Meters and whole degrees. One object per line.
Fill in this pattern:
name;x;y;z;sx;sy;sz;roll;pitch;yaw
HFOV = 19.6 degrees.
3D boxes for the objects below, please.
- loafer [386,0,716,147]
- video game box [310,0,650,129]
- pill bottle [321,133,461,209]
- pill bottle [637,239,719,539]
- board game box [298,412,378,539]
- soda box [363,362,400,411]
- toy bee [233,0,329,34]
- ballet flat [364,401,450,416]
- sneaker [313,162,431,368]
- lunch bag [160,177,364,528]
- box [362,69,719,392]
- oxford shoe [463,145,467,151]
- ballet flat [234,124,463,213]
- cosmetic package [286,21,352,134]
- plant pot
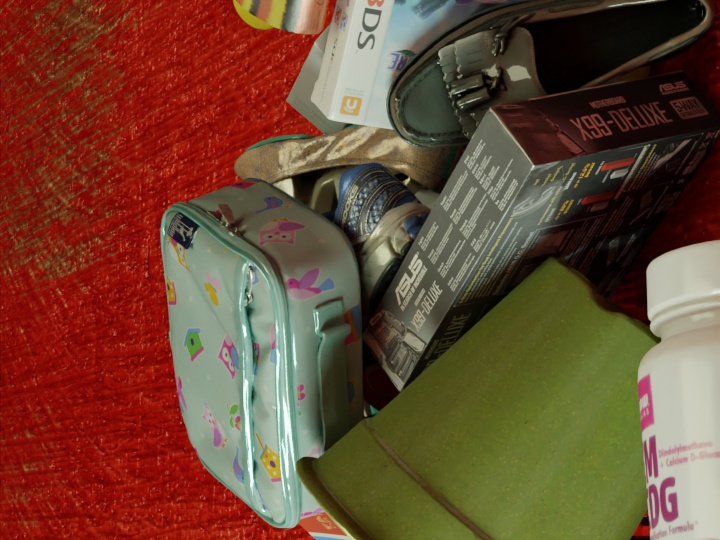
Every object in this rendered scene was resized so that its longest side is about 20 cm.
loafer;0.110;-0.126;1.205;0.063;0.200;0.072;-121;9;-82
video game box;0.087;-0.167;1.252;0.047;0.200;0.183;-121;41;-62
pill bottle;0.043;-0.029;1.425;0.200;0.113;0.113;36;118;57
pill bottle;0.201;0.091;1.066;0.113;0.113;0.201;148;123;-60
board game box;0.029;0.166;1.395;0.040;0.153;0.200;-52;12;-24
soda box;0.021;0.063;1.424;0.200;0.070;0.063;35;88;41
toy bee;-0.058;-0.214;1.296;0.200;0.108;0.131;-75;-4;-72
ballet flat;0.033;0.088;1.492;0.076;0.064;0.200;-28;51;18
sneaker;0.000;0.000;1.317;0.085;0.077;0.200;56;149;20
lunch bag;-0.058;0.049;1.292;0.160;0.077;0.200;37;137;53
box;0.106;-0.022;1.234;0.050;0.157;0.200;55;138;27
oxford shoe;0.100;-0.172;1.386;0.074;0.071;0.200;-111;35;-49
ballet flat;-0.015;-0.059;1.365;0.200;0.068;0.067;-13;66;47
cosmetic package;0.039;-0.186;1.369;0.200;0.052;0.151;-50;3;-13
plant pot;0.098;0.100;1.191;0.190;0.200;0.200;-52;30;3
